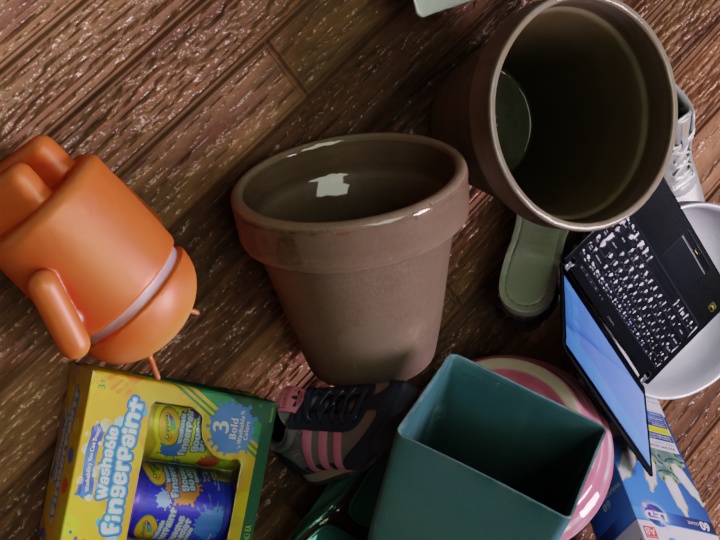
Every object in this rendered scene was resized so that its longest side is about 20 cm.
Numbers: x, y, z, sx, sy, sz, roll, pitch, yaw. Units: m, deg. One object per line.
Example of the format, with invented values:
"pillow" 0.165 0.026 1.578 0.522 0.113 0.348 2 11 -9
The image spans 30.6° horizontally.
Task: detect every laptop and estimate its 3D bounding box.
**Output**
"laptop" 0.268 0.045 1.208 0.200 0.103 0.178 -43 119 -8

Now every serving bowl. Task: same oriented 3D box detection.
"serving bowl" 0.308 0.023 1.316 0.197 0.066 0.203 -7 108 -23

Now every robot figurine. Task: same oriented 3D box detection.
"robot figurine" -0.209 -0.008 1.028 0.116 0.144 0.200 -43 111 -1

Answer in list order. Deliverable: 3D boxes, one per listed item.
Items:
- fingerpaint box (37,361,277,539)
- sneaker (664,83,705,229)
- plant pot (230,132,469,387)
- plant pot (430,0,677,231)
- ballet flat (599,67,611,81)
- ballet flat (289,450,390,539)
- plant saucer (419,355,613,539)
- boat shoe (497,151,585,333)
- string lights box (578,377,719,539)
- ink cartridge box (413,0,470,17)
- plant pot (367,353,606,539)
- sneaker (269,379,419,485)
"fingerpaint box" -0.171 0.190 1.080 0.165 0.073 0.203 13 86 -27
"sneaker" 0.300 -0.123 1.301 0.075 0.092 0.201 -39 109 -21
"plant pot" 0.000 0.000 1.112 0.198 0.200 0.177 -19 117 -25
"plant pot" 0.153 -0.136 1.179 0.197 0.173 0.203 -1 92 -28
"ballet flat" 0.263 -0.143 1.247 0.057 0.066 0.202 -41 133 -35
"ballet flat" -0.016 0.216 1.141 0.067 0.070 0.201 38 86 -17
"plant saucer" 0.125 0.154 1.169 0.200 0.200 0.051 -41 146 -19
"boat shoe" 0.181 -0.038 1.263 0.061 0.071 0.203 71 40 -61
"string lights box" 0.260 0.204 1.243 0.102 0.201 0.059 16 128 -27
"ink cartridge box" 0.053 -0.334 1.177 0.114 0.068 0.203 -22 101 -25
"plant pot" 0.083 0.204 1.046 0.140 0.141 0.202 25 119 11
"sneaker" -0.027 0.124 1.086 0.082 0.200 0.071 37 55 -12
